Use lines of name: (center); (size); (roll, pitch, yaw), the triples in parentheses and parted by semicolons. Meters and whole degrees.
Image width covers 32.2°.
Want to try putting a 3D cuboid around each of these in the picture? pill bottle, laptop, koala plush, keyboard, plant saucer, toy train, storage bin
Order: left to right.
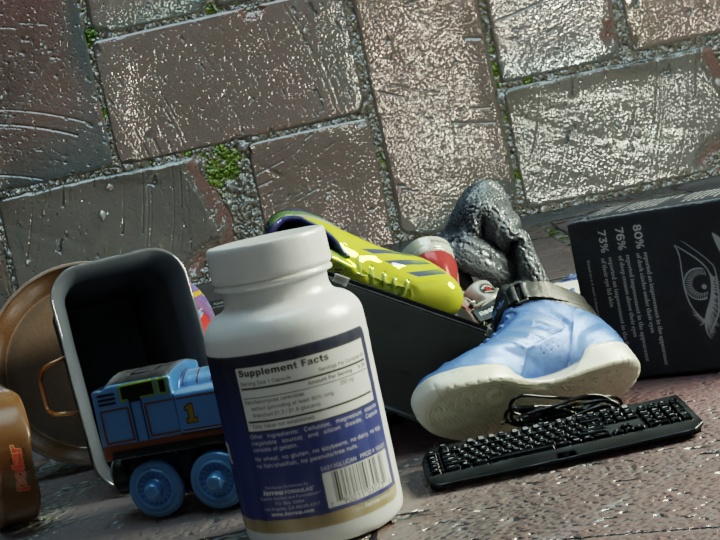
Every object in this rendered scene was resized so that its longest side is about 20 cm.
plant saucer: (-0.267, 0.092, 1.232); (0.200, 0.201, 0.034); (-13, -8, -14)
storage bin: (-0.224, 0.099, 1.144); (0.145, 0.201, 0.134); (-15, -5, -25)
toy train: (-0.108, 0.121, 0.971); (0.199, 0.115, 0.087); (-11, 6, 14)
pill bottle: (-0.043, 0.075, 0.840); (0.111, 0.201, 0.111); (-12, 5, 1)
laptop: (0.033, 0.087, 1.107); (0.187, 0.116, 0.200); (20, -16, 13)
koala plush: (0.113, 0.002, 1.542); (0.200, 0.184, 0.177); (-24, 4, 2)
keyboard: (0.140, 0.112, 0.916); (0.199, 0.040, 0.104); (-11, 6, -1)

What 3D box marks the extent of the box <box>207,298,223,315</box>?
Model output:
box: (-0.088, 0.071, 1.498); (0.199, 0.106, 0.122); (-13, 3, -6)

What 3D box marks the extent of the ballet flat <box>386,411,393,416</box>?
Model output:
ballet flat: (-0.013, 0.113, 1.124); (0.200, 0.064, 0.076); (-16, 5, -38)

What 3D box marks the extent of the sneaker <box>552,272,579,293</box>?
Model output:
sneaker: (0.252, 0.038, 1.294); (0.115, 0.081, 0.199); (-22, 3, -41)

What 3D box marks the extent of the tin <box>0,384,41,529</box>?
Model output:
tin: (-0.313, 0.156, 1.080); (0.042, 0.112, 0.200); (-14, 6, -23)

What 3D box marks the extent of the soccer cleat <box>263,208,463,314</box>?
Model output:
soccer cleat: (-0.001, 0.001, 1.167); (0.200, 0.065, 0.084); (24, 8, 6)

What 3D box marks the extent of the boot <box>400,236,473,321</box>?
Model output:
boot: (0.047, 0.081, 1.304); (0.072, 0.145, 0.200); (9, -44, -30)

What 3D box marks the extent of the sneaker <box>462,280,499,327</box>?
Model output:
sneaker: (0.134, 0.056, 1.274); (0.074, 0.089, 0.200); (-13, 7, -23)

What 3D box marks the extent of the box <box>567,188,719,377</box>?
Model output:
box: (0.300, 0.007, 1.088); (0.199, 0.148, 0.104); (-8, 6, 29)

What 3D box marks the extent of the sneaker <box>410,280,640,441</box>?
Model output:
sneaker: (0.116, 0.066, 1.006); (0.199, 0.077, 0.111); (-11, 44, -21)

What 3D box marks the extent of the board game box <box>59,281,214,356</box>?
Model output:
board game box: (-0.220, 0.099, 1.306); (0.200, 0.159, 0.039); (-16, 23, -39)
